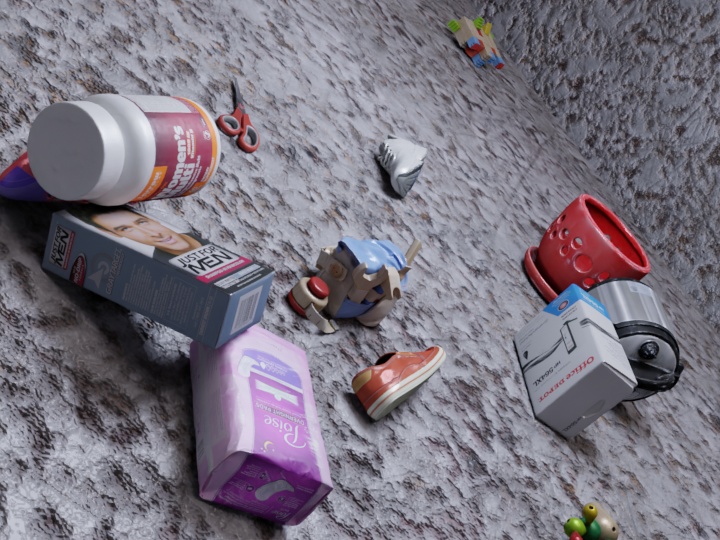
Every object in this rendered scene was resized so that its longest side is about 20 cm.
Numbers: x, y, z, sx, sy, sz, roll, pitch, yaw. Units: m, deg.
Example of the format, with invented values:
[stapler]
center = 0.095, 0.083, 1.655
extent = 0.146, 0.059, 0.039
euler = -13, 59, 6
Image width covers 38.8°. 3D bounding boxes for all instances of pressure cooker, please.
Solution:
[pressure cooker]
center = 0.469, 0.132, 1.814
extent = 0.201, 0.175, 0.179
euler = -93, 162, -54

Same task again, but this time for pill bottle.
[pill bottle]
center = -0.235, -0.123, 1.033
extent = 0.110, 0.110, 0.200
euler = 49, 22, 9

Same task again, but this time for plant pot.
[plant pot]
center = 0.437, -0.018, 2.002
extent = 0.200, 0.183, 0.201
euler = 36, 24, -19

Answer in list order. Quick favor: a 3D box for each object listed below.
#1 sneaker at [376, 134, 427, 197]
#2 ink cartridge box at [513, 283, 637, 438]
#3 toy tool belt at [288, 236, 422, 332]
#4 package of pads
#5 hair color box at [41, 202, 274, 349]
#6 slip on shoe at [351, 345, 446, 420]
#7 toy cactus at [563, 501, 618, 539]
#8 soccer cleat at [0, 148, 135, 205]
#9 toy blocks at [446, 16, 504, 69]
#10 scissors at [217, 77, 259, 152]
[sneaker]
center = 0.066, -0.191, 1.838
extent = 0.087, 0.075, 0.200
euler = 30, 19, -5
[ink cartridge box]
center = 0.336, 0.142, 1.625
extent = 0.084, 0.146, 0.201
euler = 35, 25, -24
[toy tool belt]
center = 0.000, 0.000, 1.331
extent = 0.125, 0.123, 0.199
euler = 53, 25, 18
[package of pads]
center = -0.103, 0.140, 0.998
extent = 0.120, 0.076, 0.201
euler = 26, 30, -30
[hair color box]
center = -0.196, -0.002, 0.995
extent = 0.199, 0.061, 0.099
euler = 23, 19, 14
[slip on shoe]
center = 0.051, 0.127, 1.283
extent = 0.061, 0.074, 0.200
euler = 47, 28, 12
[toy cactus]
center = 0.336, 0.362, 1.358
extent = 0.199, 0.103, 0.165
euler = 27, 18, -18
[soccer cleat]
center = -0.298, -0.094, 1.073
extent = 0.077, 0.067, 0.200
euler = 52, 21, 4
[toy blocks]
center = 0.353, -0.666, 3.044
extent = 0.199, 0.100, 0.138
euler = 13, 50, -51
[scissors]
center = -0.179, -0.239, 1.564
extent = 0.073, 0.014, 0.200
euler = 35, 25, -18
